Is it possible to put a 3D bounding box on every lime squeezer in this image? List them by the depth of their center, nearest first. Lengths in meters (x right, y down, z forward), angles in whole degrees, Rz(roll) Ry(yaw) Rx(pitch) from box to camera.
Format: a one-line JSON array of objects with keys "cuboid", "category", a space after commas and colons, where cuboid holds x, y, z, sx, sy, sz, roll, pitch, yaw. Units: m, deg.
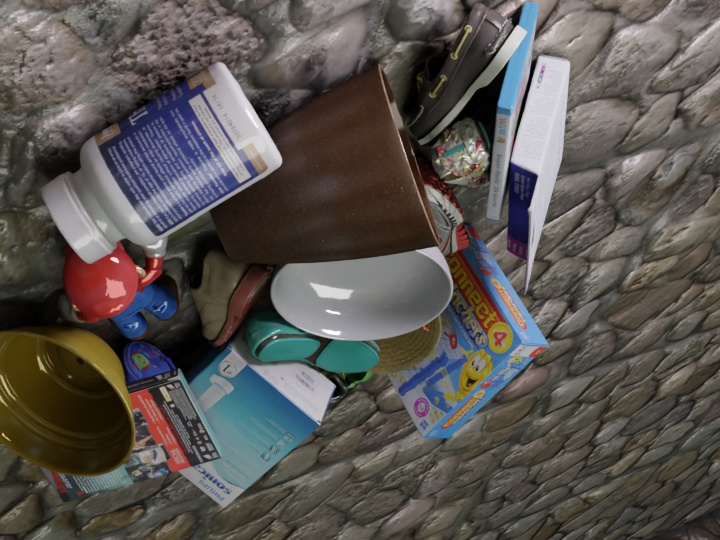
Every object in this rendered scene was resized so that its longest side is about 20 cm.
[{"cuboid": [-0.024, 0.141, 1.769, 0.200, 0.038, 0.071, -29, 152, -1], "category": "lime squeezer"}]

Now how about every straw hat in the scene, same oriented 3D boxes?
[{"cuboid": [0.015, 0.033, 1.567, 0.201, 0.085, 0.201, 11, 138, 10], "category": "straw hat"}]

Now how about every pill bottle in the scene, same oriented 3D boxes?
[{"cuboid": [-0.181, -0.092, 1.151, 0.200, 0.111, 0.111, -31, 152, 0], "category": "pill bottle"}]

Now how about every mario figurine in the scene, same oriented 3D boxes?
[{"cuboid": [-0.251, 0.002, 1.303, 0.200, 0.106, 0.123, 67, 47, -73], "category": "mario figurine"}]

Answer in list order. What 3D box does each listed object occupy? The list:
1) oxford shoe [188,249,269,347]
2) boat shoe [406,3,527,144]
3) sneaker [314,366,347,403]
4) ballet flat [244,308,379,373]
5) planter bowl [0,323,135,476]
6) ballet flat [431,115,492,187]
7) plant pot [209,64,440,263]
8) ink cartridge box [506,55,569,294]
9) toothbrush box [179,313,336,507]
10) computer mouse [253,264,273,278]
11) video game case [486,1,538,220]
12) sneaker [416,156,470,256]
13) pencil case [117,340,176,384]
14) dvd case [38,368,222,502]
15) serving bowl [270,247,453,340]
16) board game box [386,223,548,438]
[{"cuboid": [-0.157, 0.026, 1.436, 0.070, 0.075, 0.200, -56, -179, -30], "category": "oxford shoe"}, {"cuboid": [0.094, -0.200, 1.299, 0.072, 0.061, 0.201, -57, -173, -35], "category": "boat shoe"}, {"cuboid": [-0.083, 0.126, 1.633, 0.200, 0.085, 0.074, 7, 133, -50], "category": "sneaker"}, {"cuboid": [-0.057, 0.075, 1.513, 0.200, 0.070, 0.067, 11, 131, -45], "category": "ballet flat"}, {"cuboid": [-0.313, 0.119, 1.351, 0.200, 0.200, 0.083, -57, -177, 40], "category": "planter bowl"}, {"cuboid": [0.109, -0.126, 1.399, 0.064, 0.076, 0.200, -25, 171, 5], "category": "ballet flat"}, {"cuboid": [-0.045, -0.083, 1.257, 0.200, 0.187, 0.187, -18, 153, 6], "category": "plant pot"}, {"cuboid": [0.194, -0.105, 1.441, 0.043, 0.200, 0.196, 14, 153, 12], "category": "ink cartridge box"}, {"cuboid": [-0.152, 0.172, 1.545, 0.200, 0.146, 0.085, -44, -169, 30], "category": "toothbrush box"}, {"cuboid": [-0.050, -0.027, 1.455, 0.140, 0.046, 0.200, -43, 150, 19], "category": "computer mouse"}, {"cuboid": [0.161, -0.166, 1.358, 0.018, 0.143, 0.200, 12, 150, 9], "category": "video game case"}, {"cuboid": [0.075, -0.060, 1.492, 0.082, 0.078, 0.200, -29, 152, -3], "category": "sneaker"}, {"cuboid": [-0.291, 0.166, 1.503, 0.200, 0.078, 0.087, -46, 151, 26], "category": "pencil case"}, {"cuboid": [-0.276, 0.191, 1.460, 0.200, 0.022, 0.146, -18, 130, 4], "category": "dvd case"}, {"cuboid": [0.000, 0.000, 1.410, 0.200, 0.066, 0.200, -2, 146, -1], "category": "serving bowl"}, {"cuboid": [0.111, 0.076, 1.620, 0.056, 0.200, 0.196, 7, 134, -47], "category": "board game box"}]
